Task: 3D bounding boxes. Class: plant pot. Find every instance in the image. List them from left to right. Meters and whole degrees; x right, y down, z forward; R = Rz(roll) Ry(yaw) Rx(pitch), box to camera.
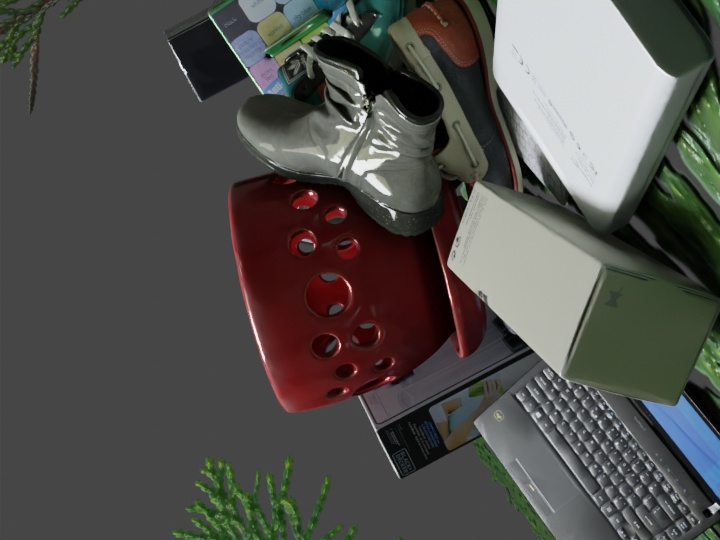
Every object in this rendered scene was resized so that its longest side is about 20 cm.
[{"bbox_3d":[0.000,0.000,0.811,0.200,0.182,0.201,-16,-90,-90],"label":"plant pot"}]

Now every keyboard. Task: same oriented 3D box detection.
[{"bbox_3d":[0.098,-0.127,0.710,0.200,0.011,0.056,59,175,41],"label":"keyboard"}]

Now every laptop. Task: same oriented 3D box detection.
[{"bbox_3d":[0.174,0.131,0.706,0.103,0.200,0.178,-2,-129,-52],"label":"laptop"}]

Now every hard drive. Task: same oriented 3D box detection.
[{"bbox_3d":[0.113,-0.107,0.499,0.132,0.027,0.200,61,177,17],"label":"hard drive"}]

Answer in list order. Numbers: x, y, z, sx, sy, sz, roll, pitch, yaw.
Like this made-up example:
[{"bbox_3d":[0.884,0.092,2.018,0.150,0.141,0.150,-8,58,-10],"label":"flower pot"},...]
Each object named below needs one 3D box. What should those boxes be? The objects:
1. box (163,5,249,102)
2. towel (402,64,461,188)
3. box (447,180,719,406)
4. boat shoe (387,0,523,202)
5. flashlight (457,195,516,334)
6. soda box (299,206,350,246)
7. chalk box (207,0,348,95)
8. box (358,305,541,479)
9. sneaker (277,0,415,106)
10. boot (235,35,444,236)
[{"bbox_3d":[-0.111,-0.272,1.065,0.079,0.199,0.141,63,177,-23],"label":"box"},{"bbox_3d":[0.047,-0.154,0.940,0.112,0.048,0.200,65,175,-29],"label":"towel"},{"bbox_3d":[0.127,0.006,0.598,0.200,0.082,0.069,-123,50,-69],"label":"box"},{"bbox_3d":[0.071,-0.105,0.702,0.071,0.062,0.200,55,169,47],"label":"boat shoe"},{"bbox_3d":[0.126,-0.005,0.850,0.200,0.068,0.068,-117,44,-69],"label":"flashlight"},{"bbox_3d":[0.016,-0.054,1.071,0.199,0.064,0.071,12,-155,-27],"label":"soda box"},{"bbox_3d":[-0.056,-0.229,0.899,0.124,0.125,0.200,55,-170,-22],"label":"chalk box"},{"bbox_3d":[0.097,0.091,0.871,0.060,0.199,0.117,65,178,-25],"label":"box"},{"bbox_3d":[-0.022,-0.166,0.798,0.072,0.080,0.200,-104,34,-47],"label":"sneaker"},{"bbox_3d":[-0.017,-0.119,0.699,0.200,0.068,0.131,30,149,28],"label":"boot"}]
